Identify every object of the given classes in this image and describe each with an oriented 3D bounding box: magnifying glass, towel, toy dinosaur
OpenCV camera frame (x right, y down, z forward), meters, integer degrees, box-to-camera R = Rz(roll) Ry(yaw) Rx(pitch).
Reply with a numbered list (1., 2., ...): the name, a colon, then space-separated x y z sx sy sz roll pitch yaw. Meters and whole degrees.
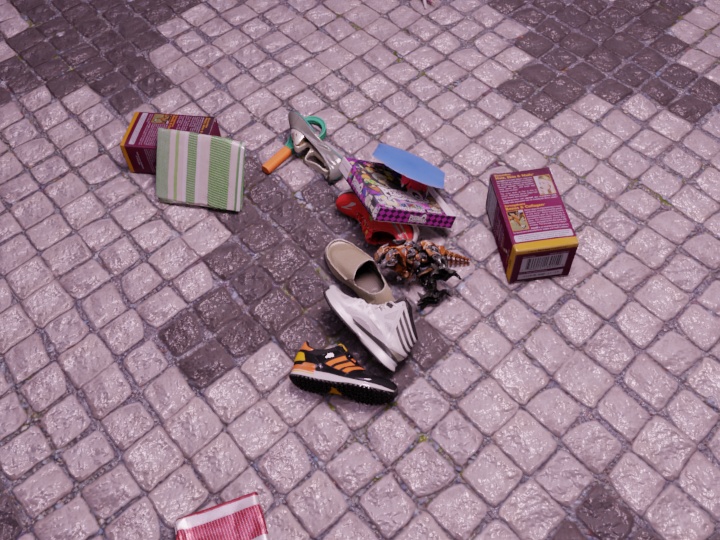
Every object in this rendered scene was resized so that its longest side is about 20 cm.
1. magnifying glass: -0.153 -0.290 1.584 0.078 0.023 0.200 31 62 22
2. towel: -0.342 -0.213 1.473 0.193 0.158 0.023 9 14 8
3. toy dinosaur: 0.127 -0.018 1.325 0.194 0.104 0.138 -18 50 -10
4. towel: -0.201 0.453 1.045 0.140 0.023 0.203 -15 55 -9

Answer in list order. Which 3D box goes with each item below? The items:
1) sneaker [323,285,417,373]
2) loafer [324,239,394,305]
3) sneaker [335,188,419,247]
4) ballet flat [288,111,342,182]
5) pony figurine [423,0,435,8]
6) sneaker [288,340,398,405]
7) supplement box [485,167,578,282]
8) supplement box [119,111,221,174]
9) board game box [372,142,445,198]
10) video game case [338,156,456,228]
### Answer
1. sneaker: 0.027 0.076 1.257 0.115 0.076 0.200 -44 71 -2
2. loafer: 0.000 0.000 1.336 0.075 0.069 0.200 -33 59 -21
3. sneaker: 0.024 -0.099 1.406 0.196 0.078 0.086 27 64 21
4. ballet flat: -0.112 -0.274 1.528 0.063 0.068 0.200 -38 72 -19
5. pony figurine: 0.147 -0.841 1.911 0.196 0.166 0.198 23 89 15
6. sneaker: -0.024 0.171 1.211 0.194 0.071 0.092 8 57 11
7. supplement box: 0.334 -0.093 1.368 0.126 0.104 0.205 -7 54 -2
8. supplement box: -0.421 -0.282 1.548 0.193 0.087 0.113 6 55 7
9. board game box: 0.094 -0.199 1.404 0.154 0.040 0.201 24 22 -1
10. video game case: 0.074 -0.157 1.399 0.195 0.036 0.183 4 37 -33
